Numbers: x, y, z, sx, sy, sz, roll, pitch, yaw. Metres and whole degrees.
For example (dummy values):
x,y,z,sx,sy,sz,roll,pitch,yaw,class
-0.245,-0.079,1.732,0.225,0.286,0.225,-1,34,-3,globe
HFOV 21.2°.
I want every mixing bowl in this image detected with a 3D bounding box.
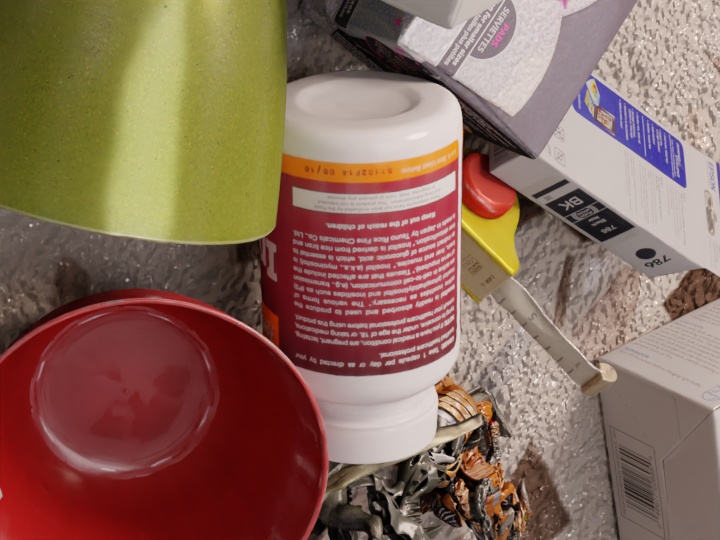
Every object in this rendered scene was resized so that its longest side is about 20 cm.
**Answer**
x,y,z,sx,sy,sz,roll,pitch,yaw,class
-0.125,0.088,1.048,0.199,0.108,0.201,-4,112,-11,mixing bowl

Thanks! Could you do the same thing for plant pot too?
x,y,z,sx,sy,sz,roll,pitch,yaw,class
-0.111,-0.137,0.939,0.186,0.187,0.201,4,107,-34,plant pot

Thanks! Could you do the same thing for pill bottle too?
x,y,z,sx,sy,sz,roll,pitch,yaw,class
0.000,0.000,1.061,0.113,0.113,0.201,-14,117,-29,pill bottle

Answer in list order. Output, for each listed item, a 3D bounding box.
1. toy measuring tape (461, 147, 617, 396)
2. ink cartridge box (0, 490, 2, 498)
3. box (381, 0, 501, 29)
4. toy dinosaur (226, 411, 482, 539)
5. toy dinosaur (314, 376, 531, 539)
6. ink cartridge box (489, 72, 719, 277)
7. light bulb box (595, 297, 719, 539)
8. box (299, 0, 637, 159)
x,y,z,sx,sy,sz,roll,pitch,yaw,class
0.088,-0.013,1.169,0.200,0.074,0.074,44,80,-6,toy measuring tape
-0.259,0.035,0.900,0.083,0.200,0.147,-28,120,-22,ink cartridge box
0.052,-0.233,0.917,0.201,0.097,0.124,-69,168,22,box
-0.025,0.132,1.106,0.199,0.088,0.048,-10,144,9,toy dinosaur
0.033,0.112,1.205,0.200,0.102,0.136,47,63,-9,toy dinosaur
0.157,-0.065,1.206,0.200,0.039,0.100,30,47,-35,ink cartridge box
0.288,0.125,1.338,0.199,0.125,0.199,-22,117,-26,light bulb box
0.085,-0.190,1.099,0.132,0.115,0.200,35,86,-37,box
